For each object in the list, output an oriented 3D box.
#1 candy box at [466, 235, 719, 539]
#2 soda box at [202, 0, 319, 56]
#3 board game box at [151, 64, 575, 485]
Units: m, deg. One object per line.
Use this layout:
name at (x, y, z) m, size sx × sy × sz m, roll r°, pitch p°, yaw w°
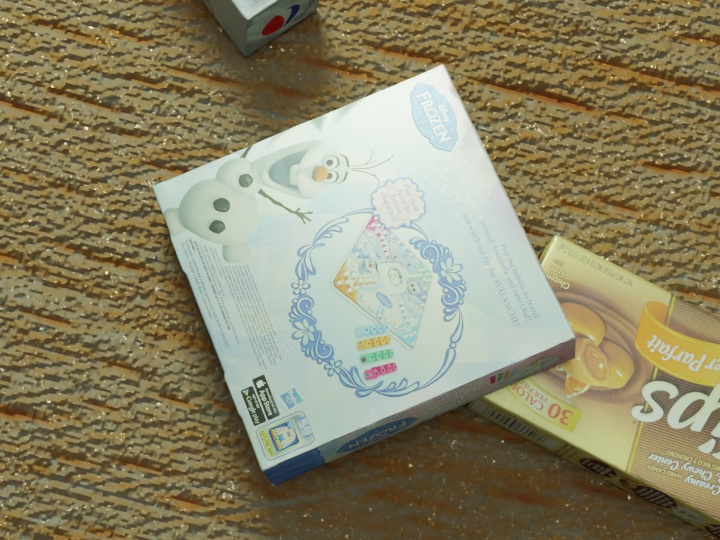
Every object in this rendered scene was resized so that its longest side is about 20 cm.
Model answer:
candy box at (0.181, 0.077, 1.025) m, size 0.200 × 0.055 × 0.116 m, roll 28°, pitch 77°, yaw 2°
soda box at (-0.107, -0.241, 1.067) m, size 0.063 × 0.068 × 0.200 m, roll -36°, pitch 83°, yaw -12°
board game box at (0.000, 0.000, 1.005) m, size 0.199 × 0.043 × 0.200 m, roll -23°, pitch 68°, yaw -1°
